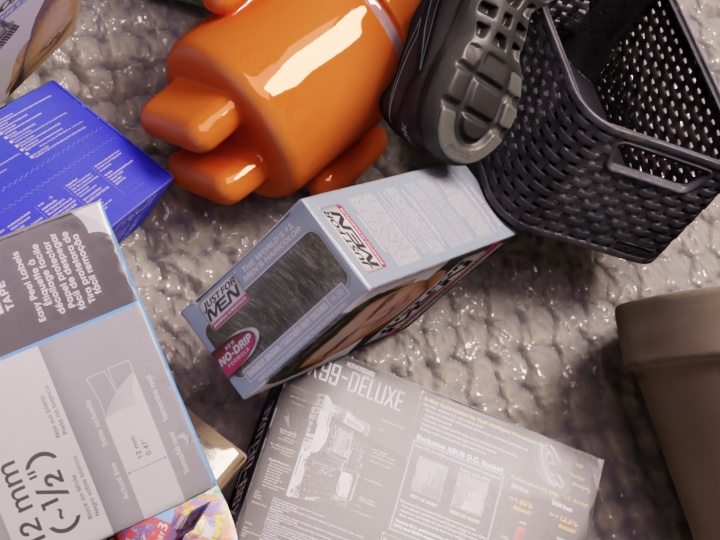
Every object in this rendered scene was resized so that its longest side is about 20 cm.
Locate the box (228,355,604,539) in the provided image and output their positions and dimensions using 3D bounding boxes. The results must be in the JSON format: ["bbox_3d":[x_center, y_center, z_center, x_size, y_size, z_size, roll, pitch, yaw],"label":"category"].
[{"bbox_3d":[0.026,0.148,0.922,0.199,0.050,0.158,22,62,-8],"label":"box"}]

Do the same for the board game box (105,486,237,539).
[{"bbox_3d":[-0.153,0.142,0.787,0.158,0.039,0.200,31,62,-3],"label":"board game box"}]

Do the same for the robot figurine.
[{"bbox_3d":[-0.036,-0.122,0.983,0.200,0.117,0.144,-42,89,-22],"label":"robot figurine"}]

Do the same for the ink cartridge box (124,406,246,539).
[{"bbox_3d":[-0.189,0.105,0.857,0.200,0.075,0.165,39,62,1],"label":"ink cartridge box"}]

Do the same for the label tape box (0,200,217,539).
[{"bbox_3d":[-0.185,0.072,0.734,0.199,0.066,0.144,-23,93,-20],"label":"label tape box"}]

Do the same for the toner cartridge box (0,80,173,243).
[{"bbox_3d":[-0.181,-0.037,0.879,0.095,0.043,0.200,38,24,0],"label":"toner cartridge box"}]

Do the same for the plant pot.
[{"bbox_3d":[0.259,0.097,0.958,0.199,0.200,0.174,-3,84,-19],"label":"plant pot"}]

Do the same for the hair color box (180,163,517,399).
[{"bbox_3d":[0.000,0.000,0.898,0.061,0.099,0.200,53,27,10],"label":"hair color box"}]

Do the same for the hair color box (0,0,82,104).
[{"bbox_3d":[-0.200,-0.171,0.906,0.065,0.200,0.109,39,61,0],"label":"hair color box"}]

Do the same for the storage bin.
[{"bbox_3d":[0.137,-0.116,1.009,0.135,0.094,0.201,14,44,-30],"label":"storage bin"}]

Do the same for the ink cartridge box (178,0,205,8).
[{"bbox_3d":[-0.117,-0.253,0.963,0.147,0.200,0.076,14,63,-4],"label":"ink cartridge box"}]

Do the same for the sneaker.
[{"bbox_3d":[0.069,-0.161,0.927,0.075,0.079,0.201,28,88,-37],"label":"sneaker"}]
